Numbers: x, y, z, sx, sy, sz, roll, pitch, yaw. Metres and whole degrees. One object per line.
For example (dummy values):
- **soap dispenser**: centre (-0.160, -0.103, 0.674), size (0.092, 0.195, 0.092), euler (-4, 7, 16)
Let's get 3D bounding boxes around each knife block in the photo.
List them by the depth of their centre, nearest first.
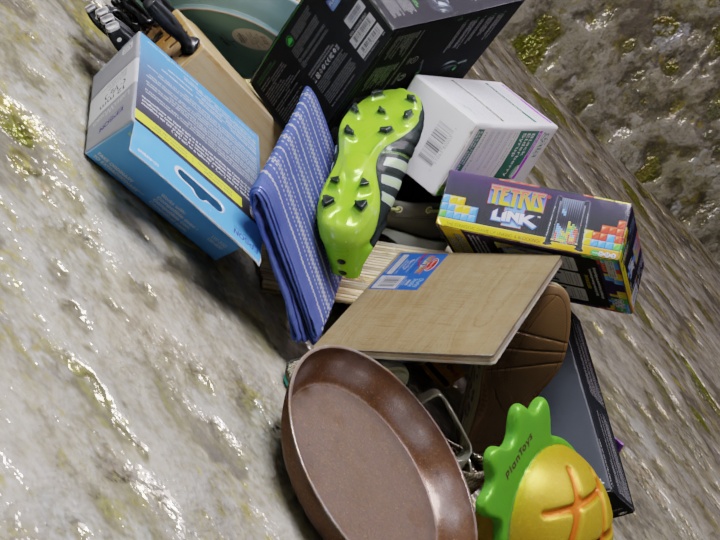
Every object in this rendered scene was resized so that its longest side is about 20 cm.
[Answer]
- **knife block**: centre (-0.150, -0.167, 1.416), size (0.200, 0.064, 0.176), euler (50, 5, -1)

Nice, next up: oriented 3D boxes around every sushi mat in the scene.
- **sushi mat**: centre (0.000, 0.000, 1.412), size (0.199, 0.012, 0.096), euler (9, 34, -22)

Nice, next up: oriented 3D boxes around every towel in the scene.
- **towel**: centre (-0.045, -0.047, 1.327), size (0.200, 0.024, 0.146), euler (-70, 146, -59)

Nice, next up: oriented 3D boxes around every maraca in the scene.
- **maraca**: centre (0.141, 0.192, 1.296), size (0.137, 0.106, 0.201), euler (-58, 139, -34)

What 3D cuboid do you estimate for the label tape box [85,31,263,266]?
- **label tape box**: centre (-0.147, -0.085, 1.292), size (0.143, 0.066, 0.200), euler (41, 23, -27)

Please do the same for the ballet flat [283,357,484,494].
- **ballet flat**: centre (0.030, 0.114, 1.289), size (0.200, 0.075, 0.068), euler (42, 18, -25)

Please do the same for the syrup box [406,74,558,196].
- **syrup box**: centre (0.102, -0.125, 1.516), size (0.081, 0.079, 0.200), euler (40, 20, 21)

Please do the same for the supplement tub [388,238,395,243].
- **supplement tub**: centre (0.010, -0.101, 1.609), size (0.200, 0.140, 0.140), euler (46, 16, -10)

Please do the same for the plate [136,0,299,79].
- **plate**: centre (-0.124, -0.222, 1.530), size (0.200, 0.199, 0.026), euler (34, 63, -43)

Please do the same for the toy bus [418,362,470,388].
- **toy bus**: centre (0.080, 0.043, 1.580), size (0.065, 0.078, 0.200), euler (46, 17, -11)

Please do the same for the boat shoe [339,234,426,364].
- **boat shoe**: centre (0.003, 0.013, 1.475), size (0.070, 0.071, 0.200), euler (4, 34, -31)

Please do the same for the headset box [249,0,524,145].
- **headset box**: centre (0.029, -0.209, 1.465), size (0.199, 0.174, 0.093), euler (-21, 69, -43)

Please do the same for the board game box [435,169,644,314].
- **board game box**: centre (0.168, -0.024, 1.474), size (0.164, 0.057, 0.200), euler (13, -12, 15)

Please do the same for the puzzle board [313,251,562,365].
- **puzzle board**: centre (0.068, 0.030, 1.324), size (0.200, 0.150, 0.018), euler (-46, 132, -58)

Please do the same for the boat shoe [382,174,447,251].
- **boat shoe**: centre (0.003, -0.071, 1.475), size (0.201, 0.061, 0.072), euler (15, 28, -27)

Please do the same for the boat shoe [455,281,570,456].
- **boat shoe**: centre (0.124, 0.089, 1.421), size (0.073, 0.201, 0.063), euler (11, 26, -22)

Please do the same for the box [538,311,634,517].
- **box**: centre (0.186, 0.131, 1.521), size (0.141, 0.078, 0.201), euler (47, 27, -67)

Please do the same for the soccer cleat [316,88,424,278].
- **soccer cleat**: centre (0.006, -0.078, 1.365), size (0.201, 0.067, 0.081), euler (-66, 162, -44)

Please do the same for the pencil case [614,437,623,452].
- **pencil case**: centre (0.177, 0.120, 1.651), size (0.201, 0.085, 0.084), euler (59, -17, 22)

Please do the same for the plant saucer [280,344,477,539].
- **plant saucer**: centre (0.008, 0.148, 1.173), size (0.200, 0.034, 0.201), euler (38, 32, -30)
